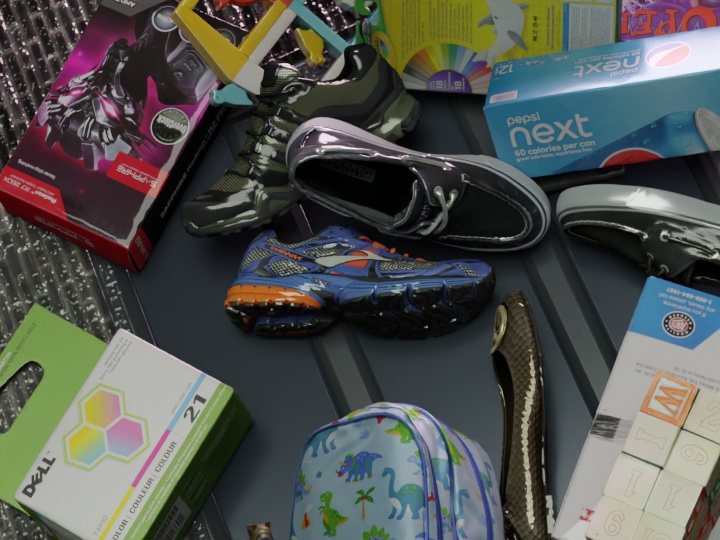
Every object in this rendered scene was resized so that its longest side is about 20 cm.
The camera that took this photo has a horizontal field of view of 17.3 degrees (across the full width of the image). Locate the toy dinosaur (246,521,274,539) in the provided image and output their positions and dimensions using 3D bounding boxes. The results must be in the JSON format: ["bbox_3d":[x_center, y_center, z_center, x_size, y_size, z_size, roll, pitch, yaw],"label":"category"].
[{"bbox_3d":[-0.093,0.265,1.611,0.201,0.060,0.106,-57,38,15],"label":"toy dinosaur"}]

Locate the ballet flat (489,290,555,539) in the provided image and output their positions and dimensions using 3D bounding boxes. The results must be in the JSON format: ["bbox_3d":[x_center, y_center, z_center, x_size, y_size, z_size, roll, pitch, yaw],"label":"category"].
[{"bbox_3d":[0.107,0.112,1.656,0.046,0.067,0.202,-3,74,0],"label":"ballet flat"}]

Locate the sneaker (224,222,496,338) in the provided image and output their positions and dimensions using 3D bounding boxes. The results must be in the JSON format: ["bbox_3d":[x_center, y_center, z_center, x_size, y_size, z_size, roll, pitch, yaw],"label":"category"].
[{"bbox_3d":[0.000,0.000,1.717,0.198,0.075,0.079,1,65,9],"label":"sneaker"}]

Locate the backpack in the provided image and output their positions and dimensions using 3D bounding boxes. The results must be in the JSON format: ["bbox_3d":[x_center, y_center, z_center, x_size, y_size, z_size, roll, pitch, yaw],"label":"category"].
[{"bbox_3d":[0.025,0.190,1.601,0.162,0.154,0.201,-16,46,39],"label":"backpack"}]

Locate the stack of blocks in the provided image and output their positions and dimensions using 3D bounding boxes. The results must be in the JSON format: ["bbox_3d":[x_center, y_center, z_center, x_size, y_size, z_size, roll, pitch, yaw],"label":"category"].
[{"bbox_3d":[0.178,0.178,1.496,0.058,0.115,0.201,22,77,17],"label":"stack of blocks"}]

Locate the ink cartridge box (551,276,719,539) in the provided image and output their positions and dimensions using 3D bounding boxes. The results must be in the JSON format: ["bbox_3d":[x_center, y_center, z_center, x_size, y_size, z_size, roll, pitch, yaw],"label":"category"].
[{"bbox_3d":[0.232,0.126,1.613,0.144,0.084,0.201,18,73,18],"label":"ink cartridge box"}]

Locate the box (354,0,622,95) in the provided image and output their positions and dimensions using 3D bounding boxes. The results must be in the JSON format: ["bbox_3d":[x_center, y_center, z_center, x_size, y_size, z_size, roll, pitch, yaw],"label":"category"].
[{"bbox_3d":[0.094,-0.190,1.755,0.198,0.118,0.048,5,25,11],"label":"box"}]

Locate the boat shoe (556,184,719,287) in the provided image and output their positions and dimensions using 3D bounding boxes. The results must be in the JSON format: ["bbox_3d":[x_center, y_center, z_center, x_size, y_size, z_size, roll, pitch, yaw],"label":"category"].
[{"bbox_3d":[0.233,-0.015,1.681,0.199,0.069,0.057,12,71,13],"label":"boat shoe"}]

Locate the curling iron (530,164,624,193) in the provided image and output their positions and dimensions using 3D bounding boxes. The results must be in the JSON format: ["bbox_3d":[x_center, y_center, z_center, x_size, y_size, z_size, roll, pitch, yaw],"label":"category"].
[{"bbox_3d":[0.096,-0.069,1.750,0.198,0.026,0.050,-4,65,9],"label":"curling iron"}]

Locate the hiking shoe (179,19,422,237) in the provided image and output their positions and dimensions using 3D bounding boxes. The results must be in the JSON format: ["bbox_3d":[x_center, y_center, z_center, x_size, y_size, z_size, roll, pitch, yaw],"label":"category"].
[{"bbox_3d":[-0.058,-0.101,1.748,0.199,0.076,0.101,-32,97,-10],"label":"hiking shoe"}]

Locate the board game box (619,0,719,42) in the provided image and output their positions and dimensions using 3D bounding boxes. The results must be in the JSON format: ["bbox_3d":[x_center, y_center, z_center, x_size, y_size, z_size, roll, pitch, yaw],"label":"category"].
[{"bbox_3d":[0.184,-0.224,1.798,0.198,0.032,0.121,5,73,12],"label":"board game box"}]

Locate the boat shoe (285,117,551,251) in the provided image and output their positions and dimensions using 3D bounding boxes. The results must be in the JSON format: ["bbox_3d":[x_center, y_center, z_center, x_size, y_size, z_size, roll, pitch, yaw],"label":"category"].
[{"bbox_3d":[0.042,-0.053,1.687,0.199,0.068,0.072,20,113,-9],"label":"boat shoe"}]

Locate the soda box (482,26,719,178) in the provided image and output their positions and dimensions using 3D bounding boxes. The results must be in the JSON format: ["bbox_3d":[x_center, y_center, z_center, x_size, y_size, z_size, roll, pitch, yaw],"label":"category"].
[{"bbox_3d":[0.194,-0.121,1.699,0.199,0.068,0.064,-7,34,17],"label":"soda box"}]

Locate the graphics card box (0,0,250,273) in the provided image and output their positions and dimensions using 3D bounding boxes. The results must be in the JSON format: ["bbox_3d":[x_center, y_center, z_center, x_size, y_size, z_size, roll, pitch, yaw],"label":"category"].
[{"bbox_3d":[-0.177,-0.113,1.806,0.125,0.051,0.201,24,73,17],"label":"graphics card box"}]

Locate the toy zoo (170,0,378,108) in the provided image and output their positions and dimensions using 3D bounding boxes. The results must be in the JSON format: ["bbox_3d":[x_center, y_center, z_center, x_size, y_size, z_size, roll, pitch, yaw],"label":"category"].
[{"bbox_3d":[-0.053,-0.204,1.795,0.131,0.020,0.200,40,73,-10],"label":"toy zoo"}]

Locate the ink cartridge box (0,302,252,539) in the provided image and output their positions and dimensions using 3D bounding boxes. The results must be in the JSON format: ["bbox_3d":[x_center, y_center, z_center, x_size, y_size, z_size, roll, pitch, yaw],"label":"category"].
[{"bbox_3d":[-0.202,0.114,1.704,0.199,0.076,0.148,27,75,18],"label":"ink cartridge box"}]
